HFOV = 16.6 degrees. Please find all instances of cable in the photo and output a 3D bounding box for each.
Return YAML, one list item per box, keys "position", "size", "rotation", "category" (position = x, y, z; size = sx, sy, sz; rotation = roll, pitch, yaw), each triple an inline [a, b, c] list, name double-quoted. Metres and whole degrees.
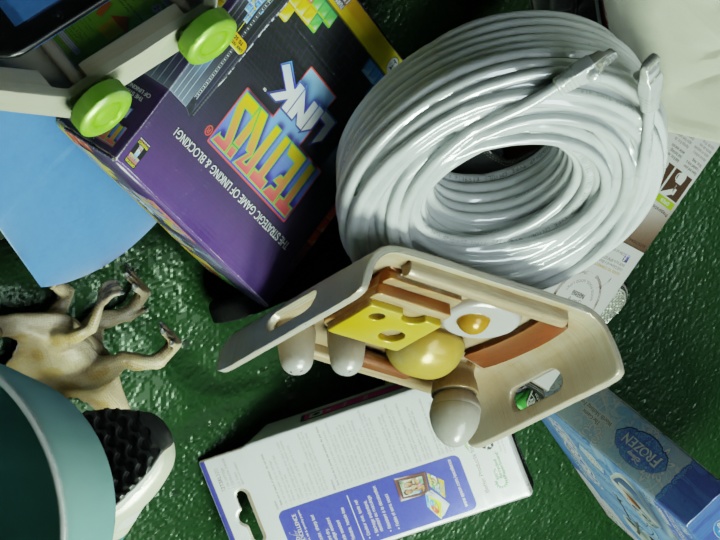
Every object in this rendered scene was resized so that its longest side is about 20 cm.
- position: [0.080, -0.062, 1.421]
  size: [0.199, 0.069, 0.200]
  rotation: [-17, 144, 1]
  category: "cable"

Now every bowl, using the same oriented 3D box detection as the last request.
- position: [-0.217, 0.135, 1.396]
  size: [0.105, 0.201, 0.201]
  rotation: [-4, 121, -59]
  category: "bowl"

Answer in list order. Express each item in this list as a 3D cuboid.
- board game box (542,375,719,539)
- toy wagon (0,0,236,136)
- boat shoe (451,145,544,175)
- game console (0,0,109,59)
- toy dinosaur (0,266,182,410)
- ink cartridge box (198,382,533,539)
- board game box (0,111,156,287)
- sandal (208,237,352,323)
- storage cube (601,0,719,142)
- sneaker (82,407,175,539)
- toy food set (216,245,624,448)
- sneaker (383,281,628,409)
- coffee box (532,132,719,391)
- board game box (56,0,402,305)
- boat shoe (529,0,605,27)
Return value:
- position: [0.213, 0.163, 1.738]
  size: [0.043, 0.199, 0.200]
  rotation: [-42, 135, -6]
  category: "board game box"
- position: [-0.131, -0.163, 1.285]
  size: [0.200, 0.155, 0.040]
  rotation: [-35, 161, -17]
  category: "toy wagon"
- position: [0.063, -0.083, 1.506]
  size: [0.199, 0.072, 0.068]
  rotation: [-11, 161, 2]
  category: "boat shoe"
- position: [-0.156, -0.239, 1.237]
  size: [0.200, 0.118, 0.171]
  rotation: [-35, 134, -17]
  category: "game console"
- position: [-0.162, 0.052, 1.479]
  size: [0.101, 0.058, 0.200]
  rotation: [-37, 135, 8]
  category: "toy dinosaur"
- position: [0.004, 0.130, 1.605]
  size: [0.199, 0.037, 0.095]
  rotation: [-19, 104, 6]
  category: "ink cartridge box"
- position: [-0.162, -0.090, 1.382]
  size: [0.158, 0.039, 0.200]
  rotation: [-48, 145, -15]
  category: "board game box"
- position: [0.000, 0.000, 1.547]
  size: [0.200, 0.075, 0.045]
  rotation: [-26, 95, -16]
  category: "sandal"
- position: [0.253, -0.184, 1.426]
  size: [0.180, 0.171, 0.200]
  rotation: [-57, 150, -30]
  category: "storage cube"
- position: [-0.175, 0.154, 1.495]
  size: [0.200, 0.070, 0.093]
  rotation: [-42, 152, 18]
  category: "sneaker"
- position: [0.036, 0.054, 1.465]
  size: [0.200, 0.061, 0.143]
  rotation: [17, 149, -33]
  category: "toy food set"
- position: [0.108, 0.068, 1.673]
  size: [0.200, 0.085, 0.078]
  rotation: [-38, 136, -14]
  category: "sneaker"
- position: [0.124, -0.039, 1.596]
  size: [0.080, 0.113, 0.200]
  rotation: [30, 96, -46]
  category: "coffee box"
- position: [-0.063, -0.094, 1.404]
  size: [0.166, 0.057, 0.200]
  rotation: [-55, 147, -7]
  category: "board game box"
- position: [0.114, -0.192, 1.444]
  size: [0.071, 0.072, 0.200]
  rotation: [-19, 130, 1]
  category: "boat shoe"
